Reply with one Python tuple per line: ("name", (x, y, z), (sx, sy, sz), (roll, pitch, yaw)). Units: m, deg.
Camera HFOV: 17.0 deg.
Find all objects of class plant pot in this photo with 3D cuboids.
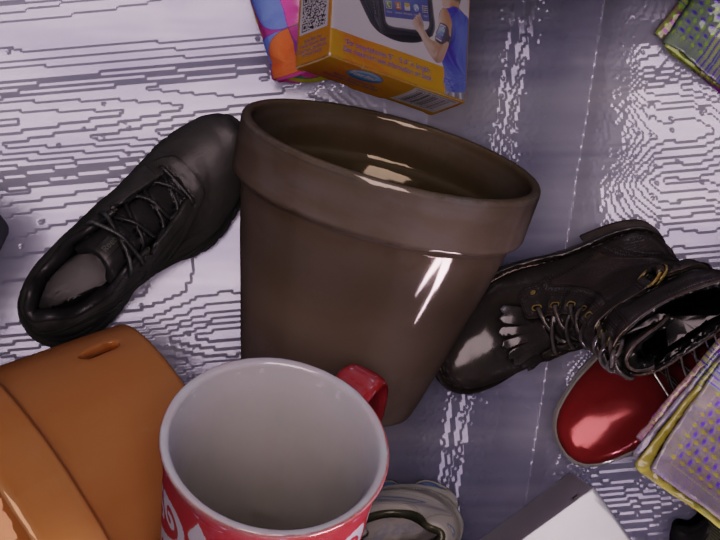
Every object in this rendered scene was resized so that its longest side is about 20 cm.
("plant pot", (-0.174, 0.129, 1.557), (0.140, 0.200, 0.201), (-32, 90, -17))
("plant pot", (0.000, 0.000, 1.566), (0.199, 0.200, 0.174), (15, 106, 0))

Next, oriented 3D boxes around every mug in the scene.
("mug", (-0.044, 0.163, 1.470), (0.177, 0.201, 0.134), (-17, 51, -25))

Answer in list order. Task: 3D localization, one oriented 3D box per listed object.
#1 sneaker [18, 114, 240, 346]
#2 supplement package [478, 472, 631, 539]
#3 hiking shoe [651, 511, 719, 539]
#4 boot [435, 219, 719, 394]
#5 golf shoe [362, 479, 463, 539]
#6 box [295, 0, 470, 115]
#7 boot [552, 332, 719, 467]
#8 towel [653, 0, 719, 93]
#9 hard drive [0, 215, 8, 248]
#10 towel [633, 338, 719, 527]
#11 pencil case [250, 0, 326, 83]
("sneaker", (-0.147, -0.025, 1.592), (0.076, 0.091, 0.200), (43, 88, 2))
("supplement package", (0.126, 0.270, 1.568), (0.191, 0.147, 0.200), (-35, 90, -1))
("hiking shoe", (0.263, 0.114, 1.607), (0.100, 0.076, 0.201), (22, 90, -3))
("boot", (0.146, 0.034, 1.553), (0.199, 0.174, 0.069), (-32, 108, -1))
("golf shoe", (-0.031, 0.181, 1.595), (0.199, 0.097, 0.079), (-14, 91, 1))
("box", (0.019, -0.214, 1.579), (0.119, 0.041, 0.201), (15, 72, -38))
("boot", (0.214, 0.062, 1.574), (0.200, 0.144, 0.073), (-36, 91, 1))
("towel", (0.318, -0.152, 1.637), (0.200, 0.023, 0.144), (38, 90, 0))
("hard drive", (-0.296, 0.038, 1.579), (0.042, 0.135, 0.201), (31, 88, -15))
("towel", (0.279, 0.084, 1.483), (0.143, 0.023, 0.200), (40, 92, -9))
("pencil case", (-0.044, -0.226, 1.606), (0.088, 0.088, 0.201), (-14, 91, -1))
